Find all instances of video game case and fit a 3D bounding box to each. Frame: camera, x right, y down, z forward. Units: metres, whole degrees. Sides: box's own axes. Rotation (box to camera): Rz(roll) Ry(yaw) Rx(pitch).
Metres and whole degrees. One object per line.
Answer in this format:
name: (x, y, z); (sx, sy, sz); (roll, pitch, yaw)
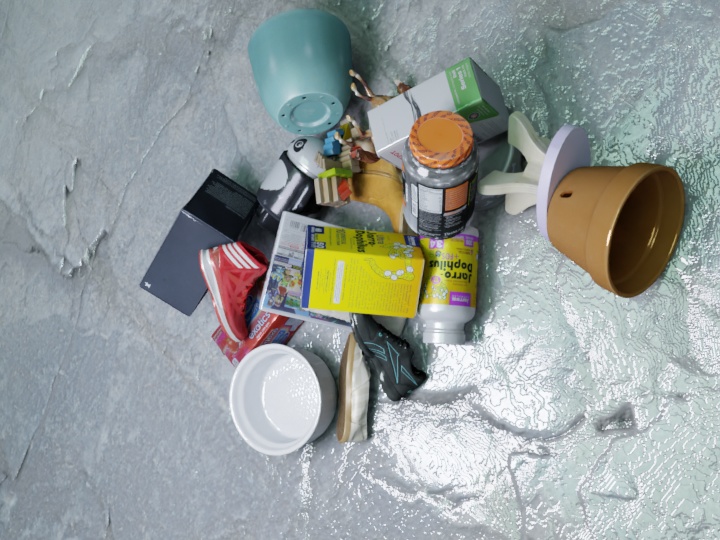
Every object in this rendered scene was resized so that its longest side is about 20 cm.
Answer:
video game case: (-0.070, 0.005, 1.519); (0.023, 0.197, 0.185); (-162, 87, -71)

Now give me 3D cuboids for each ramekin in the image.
ramekin: (-0.140, 0.239, 1.557); (0.198, 0.097, 0.204); (-2, 86, 25)

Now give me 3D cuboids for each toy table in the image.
toy table: (0.287, -0.152, 1.336); (0.116, 0.183, 0.202); (28, 127, 35)

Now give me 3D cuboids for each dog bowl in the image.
dog bowl: (0.195, -0.207, 1.452); (0.198, 0.058, 0.203); (-4, 82, 30)

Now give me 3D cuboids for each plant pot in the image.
plant pot: (0.381, -0.077, 1.267); (0.139, 0.199, 0.202); (27, 98, 45)
plant pot: (-0.104, -0.353, 1.539); (0.199, 0.200, 0.163); (-23, 62, 25)

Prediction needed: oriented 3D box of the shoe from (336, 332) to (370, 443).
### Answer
shoe: (-0.009, 0.216, 1.524); (0.053, 0.070, 0.203); (6, 81, -13)

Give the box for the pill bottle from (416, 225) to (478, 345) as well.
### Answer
pill bottle: (0.149, 0.025, 1.424); (0.103, 0.104, 0.203); (0, 85, 29)

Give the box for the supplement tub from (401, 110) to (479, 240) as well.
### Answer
supplement tub: (0.126, -0.150, 1.311); (0.121, 0.201, 0.124); (-2, 58, 2)

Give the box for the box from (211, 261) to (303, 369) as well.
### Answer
box: (-0.182, 0.091, 1.604); (0.096, 0.099, 0.201); (46, 107, 26)

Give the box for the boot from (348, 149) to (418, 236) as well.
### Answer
boot: (0.041, -0.131, 1.530); (0.142, 0.070, 0.204); (-3, 77, 34)

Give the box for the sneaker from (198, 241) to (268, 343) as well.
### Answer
sneaker: (-0.210, 0.038, 1.499); (0.114, 0.202, 0.079); (-17, 36, -1)

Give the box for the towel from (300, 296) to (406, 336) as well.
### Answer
towel: (-0.002, 0.032, 1.497); (0.197, 0.034, 0.134); (17, 94, -6)

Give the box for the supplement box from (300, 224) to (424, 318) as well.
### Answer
supplement box: (0.000, 0.000, 1.409); (0.197, 0.109, 0.111); (5, 114, -6)

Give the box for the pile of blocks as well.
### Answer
pile of blocks: (-0.031, -0.209, 1.509); (0.062, 0.082, 0.202); (-15, 54, 41)

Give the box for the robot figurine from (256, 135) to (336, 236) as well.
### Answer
robot figurine: (-0.122, -0.161, 1.583); (0.150, 0.124, 0.201); (46, 109, 27)

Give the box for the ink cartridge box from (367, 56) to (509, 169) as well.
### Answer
ink cartridge box: (0.131, -0.250, 1.376); (0.198, 0.146, 0.085); (-23, 70, 25)

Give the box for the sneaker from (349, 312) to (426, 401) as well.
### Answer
sneaker: (0.046, 0.133, 1.459); (0.078, 0.076, 0.201); (-25, 110, 13)

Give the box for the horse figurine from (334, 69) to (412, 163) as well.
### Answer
horse figurine: (0.024, -0.272, 1.499); (0.050, 0.132, 0.203); (-15, 58, 51)

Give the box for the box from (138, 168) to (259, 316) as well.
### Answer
box: (-0.307, -0.054, 1.602); (0.122, 0.199, 0.201); (32, 119, -8)
